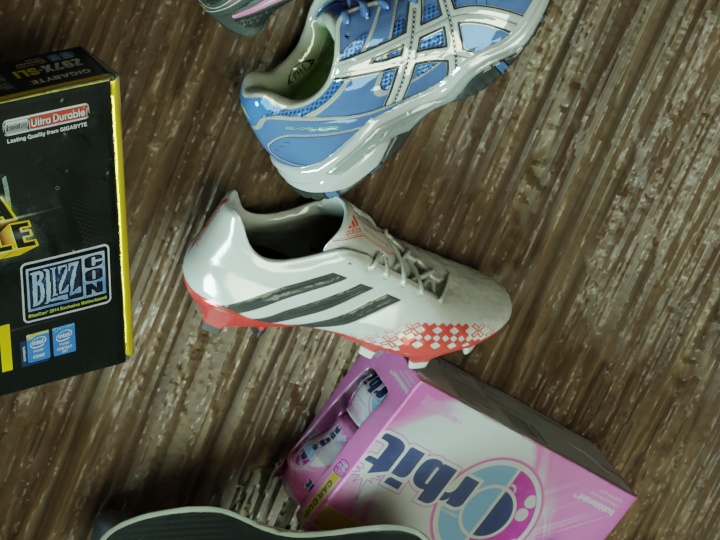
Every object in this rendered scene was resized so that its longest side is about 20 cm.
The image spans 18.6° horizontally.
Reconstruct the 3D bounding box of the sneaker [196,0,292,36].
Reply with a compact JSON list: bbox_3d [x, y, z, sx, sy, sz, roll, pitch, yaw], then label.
[{"bbox_3d":[-0.006,-0.190,1.118,0.199,0.081,0.087,-26,137,3],"label":"sneaker"}]

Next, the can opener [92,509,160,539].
[{"bbox_3d":[-0.149,0.233,1.310,0.053,0.067,0.202,2,104,-23],"label":"can opener"}]

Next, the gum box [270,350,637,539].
[{"bbox_3d":[0.054,0.127,1.316,0.199,0.066,0.114,30,103,-33],"label":"gum box"}]

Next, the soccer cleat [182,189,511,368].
[{"bbox_3d":[0.000,0.000,1.220,0.198,0.069,0.086,7,129,-20],"label":"soccer cleat"}]

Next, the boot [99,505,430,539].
[{"bbox_3d":[-0.055,0.197,1.272,0.198,0.073,0.145,4,151,0],"label":"boot"}]

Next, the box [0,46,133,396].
[{"bbox_3d":[-0.212,-0.010,1.068,0.199,0.049,0.161,-14,122,-26],"label":"box"}]

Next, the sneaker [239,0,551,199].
[{"bbox_3d":[0.023,-0.124,1.155,0.200,0.076,0.077,-44,129,4],"label":"sneaker"}]
